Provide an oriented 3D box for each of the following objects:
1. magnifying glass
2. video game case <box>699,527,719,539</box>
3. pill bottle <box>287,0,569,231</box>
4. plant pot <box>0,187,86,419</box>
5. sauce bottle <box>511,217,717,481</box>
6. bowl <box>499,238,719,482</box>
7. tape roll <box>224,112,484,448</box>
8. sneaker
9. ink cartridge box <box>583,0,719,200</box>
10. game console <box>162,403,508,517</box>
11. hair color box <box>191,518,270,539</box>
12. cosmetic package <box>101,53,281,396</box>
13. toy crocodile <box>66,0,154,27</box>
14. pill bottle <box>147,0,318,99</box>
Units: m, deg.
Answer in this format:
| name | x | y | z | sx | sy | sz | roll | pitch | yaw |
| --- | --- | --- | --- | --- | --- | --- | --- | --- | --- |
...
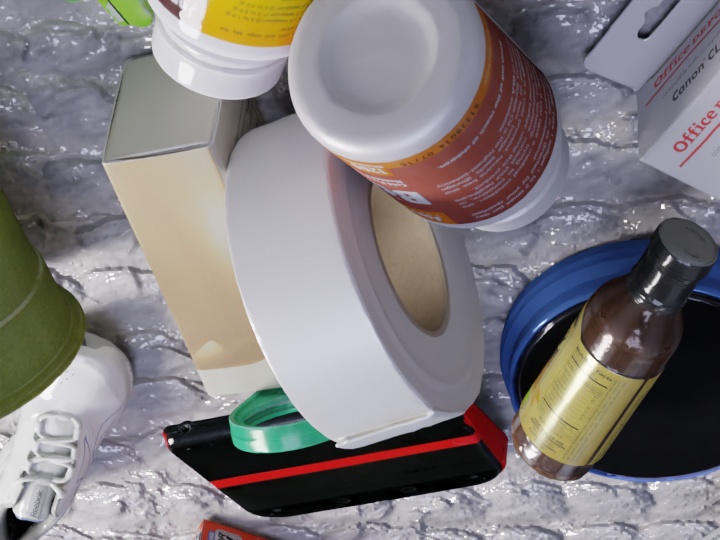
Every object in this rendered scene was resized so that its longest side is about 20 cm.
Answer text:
| name | x | y | z | sx | sy | sz | roll | pitch | yaw |
| --- | --- | --- | --- | --- | --- | --- | --- | --- | --- |
| magnifying glass | -0.045 | 0.077 | 1.420 | 0.079 | 0.200 | 0.022 | -12 | 101 | -2 |
| video game case | 0.357 | 0.204 | 1.547 | 0.200 | 0.023 | 0.182 | 36 | 125 | -22 |
| pill bottle | 0.047 | -0.088 | 1.261 | 0.112 | 0.113 | 0.200 | -16 | 159 | 19 |
| plant pot | -0.286 | -0.023 | 1.366 | 0.199 | 0.200 | 0.191 | -6 | 119 | 11 |
| sauce bottle | 0.160 | 0.048 | 1.399 | 0.065 | 0.065 | 0.200 | 19 | 131 | -13 |
| bowl | 0.191 | 0.065 | 1.482 | 0.200 | 0.039 | 0.201 | 3 | 133 | 3 |
| tape roll | 0.000 | 0.000 | 1.328 | 0.071 | 0.203 | 0.203 | -19 | 129 | 21 |
| sneaker | -0.206 | 0.122 | 1.542 | 0.074 | 0.087 | 0.200 | 17 | 131 | -7 |
| ink cartridge box | 0.239 | -0.095 | 1.306 | 0.199 | 0.068 | 0.117 | 24 | 131 | -17 |
| game console | -0.011 | 0.117 | 1.515 | 0.199 | 0.031 | 0.177 | -12 | 153 | 15 |
| hair color box | -0.046 | 0.266 | 1.679 | 0.199 | 0.064 | 0.111 | 19 | 133 | -14 |
| cosmetic package | -0.086 | -0.029 | 1.377 | 0.071 | 0.105 | 0.200 | -9 | 130 | 14 |
| toy crocodile | -0.168 | -0.213 | 1.236 | 0.062 | 0.068 | 0.200 | -21 | 127 | 23 |
| pill bottle | -0.055 | -0.191 | 1.217 | 0.109 | 0.109 | 0.200 | 14 | 133 | -8 |
